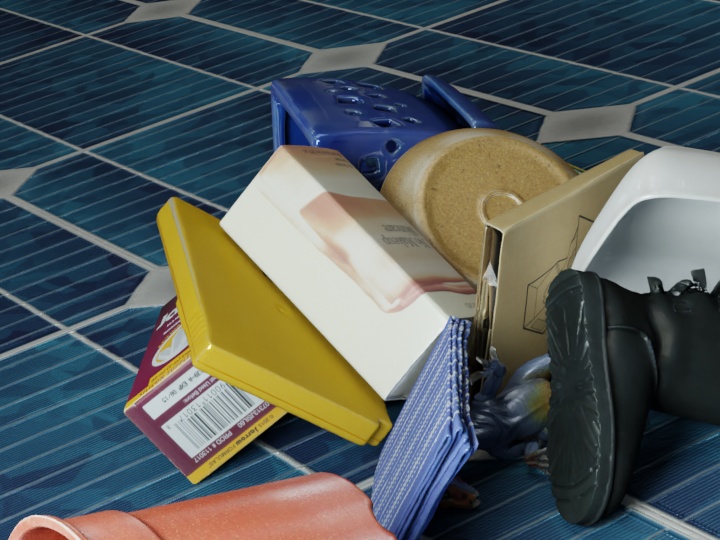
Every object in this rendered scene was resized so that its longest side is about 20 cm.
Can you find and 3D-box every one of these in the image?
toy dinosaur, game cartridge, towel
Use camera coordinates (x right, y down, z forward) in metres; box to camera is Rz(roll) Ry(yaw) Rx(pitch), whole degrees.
[{"bbox_3d":[0.120,0.122,1.591,0.181,0.105,0.200,-26,-14,-6],"label":"toy dinosaur"},{"bbox_3d":[-0.068,0.041,1.628,0.032,0.176,0.200,-50,31,22],"label":"game cartridge"},{"bbox_3d":[0.043,0.129,1.501,0.024,0.145,0.200,24,21,-7],"label":"towel"}]

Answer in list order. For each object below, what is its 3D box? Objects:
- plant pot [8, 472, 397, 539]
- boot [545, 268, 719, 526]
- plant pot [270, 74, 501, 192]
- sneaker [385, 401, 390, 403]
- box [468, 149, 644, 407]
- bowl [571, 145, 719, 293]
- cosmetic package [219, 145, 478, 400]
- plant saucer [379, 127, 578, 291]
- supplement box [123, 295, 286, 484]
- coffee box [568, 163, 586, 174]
[{"bbox_3d":[-0.082,0.217,1.267,0.195,0.202,0.200,-14,20,-32],"label":"plant pot"},{"bbox_3d":[0.216,0.092,1.529,0.162,0.199,0.073,10,-24,-25],"label":"boot"},{"bbox_3d":[0.028,-0.065,1.900,0.179,0.201,0.200,-8,20,-13],"label":"plant pot"},{"bbox_3d":[0.040,0.058,1.757,0.078,0.070,0.200,11,37,38],"label":"sneaker"},{"bbox_3d":[0.154,0.008,1.664,0.021,0.164,0.200,24,33,33],"label":"box"},{"bbox_3d":[0.263,-0.019,1.608,0.199,0.200,0.075,9,54,-11],"label":"bowl"},{"bbox_3d":[0.000,0.000,1.657,0.200,0.087,0.103,46,19,18],"label":"cosmetic package"},{"bbox_3d":[0.114,-0.040,1.746,0.199,0.035,0.201,6,60,-11],"label":"plant saucer"},{"bbox_3d":[-0.110,0.068,1.716,0.110,0.086,0.200,-38,15,17],"label":"supplement box"},{"bbox_3d":[0.193,-0.052,1.900,0.123,0.044,0.200,22,15,-15],"label":"coffee box"}]
